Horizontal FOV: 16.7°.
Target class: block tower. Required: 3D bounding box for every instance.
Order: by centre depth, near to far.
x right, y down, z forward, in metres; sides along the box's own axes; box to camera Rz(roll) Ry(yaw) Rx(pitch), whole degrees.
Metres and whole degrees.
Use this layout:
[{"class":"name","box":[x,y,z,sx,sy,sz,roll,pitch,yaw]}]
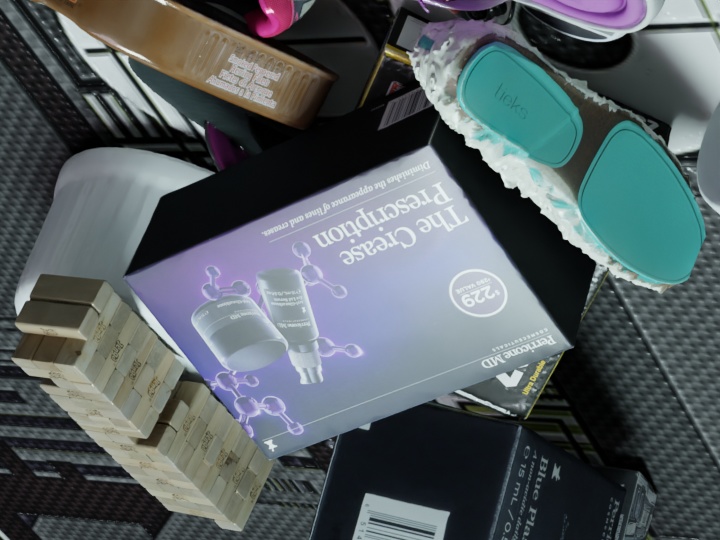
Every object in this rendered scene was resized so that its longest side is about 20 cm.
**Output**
[{"class":"block tower","box":[-0.129,0.081,1.451,0.058,0.054,0.200,6,149,38]}]

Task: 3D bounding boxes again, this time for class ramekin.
[{"class":"ramekin","box":[-0.114,0.021,1.502,0.200,0.098,0.201,20,155,10]}]

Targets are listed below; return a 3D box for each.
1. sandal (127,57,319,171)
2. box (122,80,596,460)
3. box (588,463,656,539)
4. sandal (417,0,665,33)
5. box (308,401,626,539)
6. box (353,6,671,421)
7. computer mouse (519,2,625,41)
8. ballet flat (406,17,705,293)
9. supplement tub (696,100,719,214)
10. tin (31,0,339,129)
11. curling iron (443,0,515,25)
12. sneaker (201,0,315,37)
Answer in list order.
[{"class":"sandal","box":[-0.056,-0.064,1.395,0.200,0.048,0.075,36,150,-27]},{"class":"box","box":[0.000,0.000,1.280,0.200,0.079,0.141,-23,120,30]},{"class":"box","box":[0.093,0.218,1.592,0.157,0.201,0.050,5,157,25]},{"class":"sandal","box":[0.042,-0.145,1.127,0.202,0.050,0.083,14,147,30]},{"class":"box","box":[0.056,0.192,1.458,0.117,0.197,0.200,11,170,26]},{"class":"box","box":[0.056,-0.026,1.322,0.159,0.049,0.200,23,130,-4]},{"class":"computer mouse","box":[0.100,-0.183,1.108,0.109,0.044,0.200,23,151,17]},{"class":"ballet flat","box":[0.096,-0.064,1.208,0.072,0.072,0.200,-9,141,42]},{"class":"supplement tub","box":[0.271,-0.025,1.147,0.200,0.141,0.140,35,148,-21]},{"class":"tin","box":[-0.090,-0.120,1.246,0.112,0.042,0.200,27,-176,35]},{"class":"curling iron","box":[-0.003,-0.185,1.194,0.200,0.026,0.050,34,124,-9]},{"class":"sneaker","box":[-0.107,-0.186,1.210,0.199,0.075,0.081,23,150,1]}]
